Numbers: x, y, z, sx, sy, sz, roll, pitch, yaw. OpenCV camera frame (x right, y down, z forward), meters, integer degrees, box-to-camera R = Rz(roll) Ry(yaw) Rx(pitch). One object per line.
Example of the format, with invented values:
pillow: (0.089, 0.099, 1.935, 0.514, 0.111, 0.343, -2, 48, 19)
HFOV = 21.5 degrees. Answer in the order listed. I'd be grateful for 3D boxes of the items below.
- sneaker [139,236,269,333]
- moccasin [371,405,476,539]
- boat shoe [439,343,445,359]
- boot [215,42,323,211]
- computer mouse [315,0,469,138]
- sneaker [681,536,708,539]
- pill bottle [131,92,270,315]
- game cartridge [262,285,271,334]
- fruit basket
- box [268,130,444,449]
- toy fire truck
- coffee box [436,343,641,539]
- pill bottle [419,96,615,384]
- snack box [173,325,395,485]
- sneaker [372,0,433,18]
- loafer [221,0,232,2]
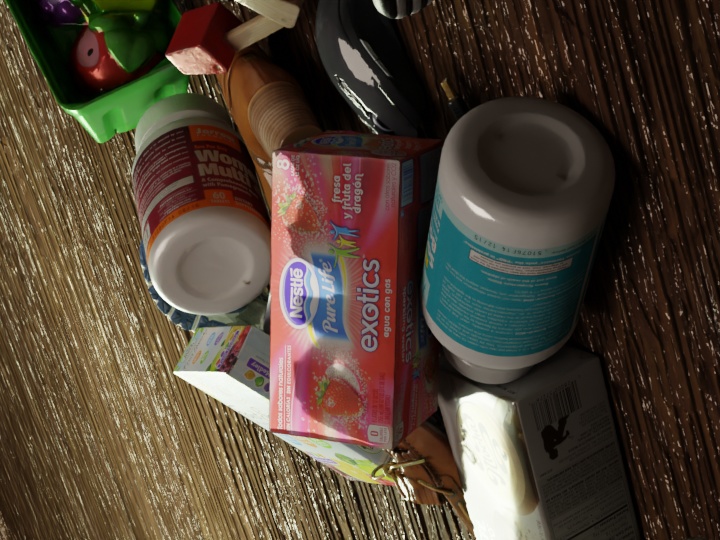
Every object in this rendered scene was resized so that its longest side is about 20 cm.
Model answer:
sneaker: (-0.131, 0.027, 1.756, 0.200, 0.077, 0.085, 42, -179, -24)
moccasin: (0.053, 0.151, 1.447, 0.201, 0.078, 0.074, 43, -176, -32)
boat shoe: (0.060, 0.035, 1.417, 0.071, 0.070, 0.202, 28, 144, 53)
boot: (-0.069, -0.096, 1.572, 0.156, 0.076, 0.200, 56, 171, 41)
computer mouse: (0.022, -0.130, 1.366, 0.201, 0.046, 0.140, 66, 158, -4)
sneaker: (0.239, 0.260, 1.280, 0.099, 0.078, 0.201, 47, 143, 50)
pill bottle: (-0.140, -0.062, 1.645, 0.200, 0.109, 0.110, -108, 10, -49)
game cartridge: (-0.012, 0.043, 1.552, 0.133, 0.041, 0.200, 24, 155, 4)
fruit basket: (-0.231, -0.246, 1.683, 0.216, 0.155, 0.216, 61, 169, 20)
box: (-0.001, 0.010, 1.311, 0.094, 0.103, 0.201, 6, 104, 20)
toy fire truck: (-0.089, -0.221, 1.437, 0.199, 0.049, 0.141, -6, 139, 36)
coffee box: (0.131, 0.152, 1.374, 0.113, 0.080, 0.201, 23, 133, 57)
pill bottle: (0.097, -0.010, 1.242, 0.111, 0.110, 0.201, 51, 153, 29)
snack box: (-0.048, 0.117, 1.634, 0.199, 0.053, 0.142, 33, 164, -19)
sneaker: (-0.002, -0.269, 1.244, 0.116, 0.075, 0.201, 48, 153, 39)
loafer: (-0.101, -0.283, 1.469, 0.071, 0.073, 0.200, 29, 150, 5)
